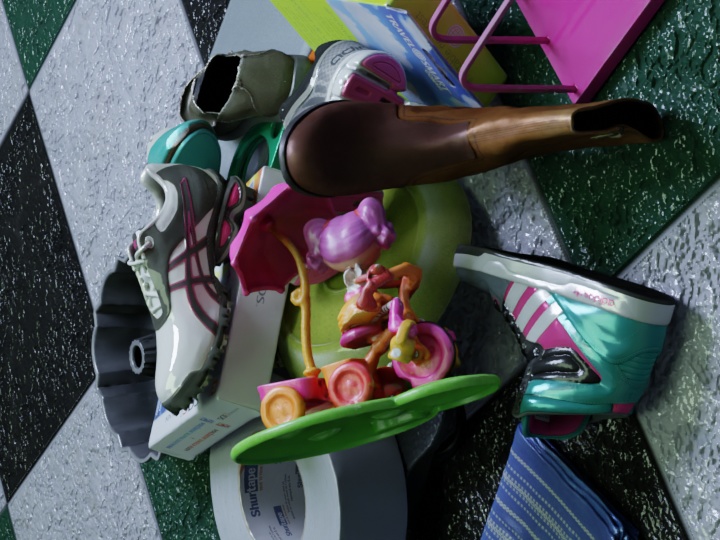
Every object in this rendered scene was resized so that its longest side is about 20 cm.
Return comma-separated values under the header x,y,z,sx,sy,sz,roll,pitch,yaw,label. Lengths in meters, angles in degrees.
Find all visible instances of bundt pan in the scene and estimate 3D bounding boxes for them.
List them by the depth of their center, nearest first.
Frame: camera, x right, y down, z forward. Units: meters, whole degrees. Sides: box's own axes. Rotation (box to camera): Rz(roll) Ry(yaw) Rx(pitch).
x,y,z,sx,sy,sz,roll,pitch,yaw,label
-0.180,0.079,1.723,0.202,0.076,0.203,8,100,56,bundt pan

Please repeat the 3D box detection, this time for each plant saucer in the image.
x,y,z,sx,sy,sz,roll,pitch,yaw,label
0.000,0.000,1.392,0.200,0.031,0.200,-30,41,31,plant saucer

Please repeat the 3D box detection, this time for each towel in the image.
x,y,z,sx,sy,sz,roll,pitch,yaw,label
0.127,0.227,1.314,0.145,0.024,0.200,47,130,46,towel

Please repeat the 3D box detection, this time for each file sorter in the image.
x,y,z,sx,sy,sz,roll,pitch,yaw,label
0.100,-0.234,1.227,0.139,0.125,0.200,-55,48,42,file sorter

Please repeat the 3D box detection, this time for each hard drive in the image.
x,y,z,sx,sy,sz,roll,pitch,yaw,label
-0.089,-0.168,1.604,0.140,0.033,0.200,58,136,37,hard drive

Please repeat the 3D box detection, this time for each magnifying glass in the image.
x,y,z,sx,sy,sz,roll,pitch,yaw,label
-0.061,-0.124,1.515,0.200,0.022,0.080,-59,33,31,magnifying glass

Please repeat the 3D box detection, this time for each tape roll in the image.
x,y,z,sx,sy,sz,roll,pitch,yaw,label
-0.045,0.176,1.457,0.200,0.066,0.201,13,106,54,tape roll

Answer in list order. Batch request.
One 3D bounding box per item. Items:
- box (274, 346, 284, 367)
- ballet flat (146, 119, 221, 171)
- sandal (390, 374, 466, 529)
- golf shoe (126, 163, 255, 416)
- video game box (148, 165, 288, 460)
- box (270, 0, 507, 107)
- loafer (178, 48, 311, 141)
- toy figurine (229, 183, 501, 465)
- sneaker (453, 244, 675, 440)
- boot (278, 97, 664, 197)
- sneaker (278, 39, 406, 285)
x,y,z,sx,sy,sz,roll,pitch,yaw,label
-0.063,0.043,1.567,0.161,0.049,0.200,-45,57,45,box
-0.157,-0.083,1.581,0.070,0.067,0.200,49,164,24,ballet flat
0.047,0.128,1.417,0.075,0.048,0.201,61,152,32,sandal
-0.143,0.012,1.389,0.077,0.088,0.201,-36,42,55,golf shoe
-0.109,0.039,1.470,0.182,0.047,0.201,-34,42,59,video game box
0.021,-0.178,1.358,0.048,0.122,0.200,-52,34,-13,box
-0.111,-0.157,1.525,0.200,0.070,0.075,-8,69,61,loafer
-0.016,0.021,1.266,0.200,0.150,0.185,-20,75,25,toy figurine
0.127,0.054,1.252,0.200,0.083,0.121,21,100,53,sneaker
0.070,-0.082,1.201,0.200,0.188,0.069,1,90,48,boot
-0.025,-0.086,1.363,0.087,0.074,0.200,53,132,51,sneaker
